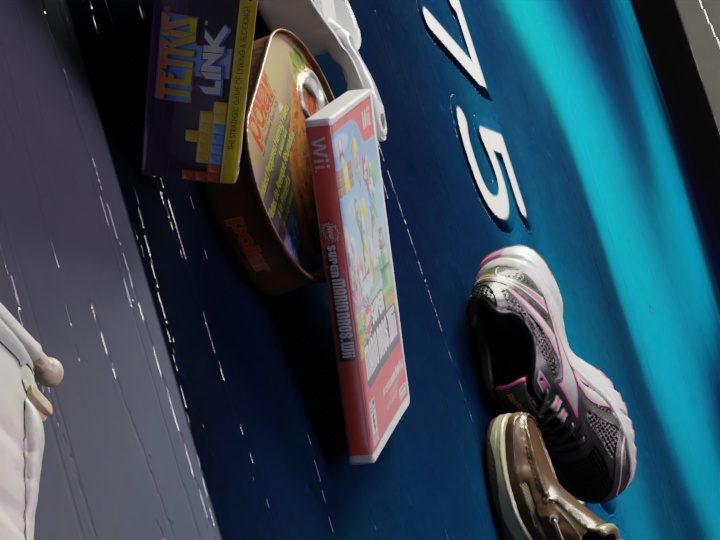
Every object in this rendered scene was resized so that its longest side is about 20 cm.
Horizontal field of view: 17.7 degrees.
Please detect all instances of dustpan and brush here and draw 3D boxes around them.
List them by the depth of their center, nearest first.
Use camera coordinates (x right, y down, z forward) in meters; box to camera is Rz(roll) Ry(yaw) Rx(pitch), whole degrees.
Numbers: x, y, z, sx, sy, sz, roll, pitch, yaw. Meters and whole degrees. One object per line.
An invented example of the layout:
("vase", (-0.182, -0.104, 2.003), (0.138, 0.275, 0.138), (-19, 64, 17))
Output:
("dustpan and brush", (-0.027, -0.164, 1.492), (0.140, 0.057, 0.201), (35, 39, -61))

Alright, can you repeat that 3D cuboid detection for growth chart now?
("growth chart", (-0.165, 0.066, 0.913), (0.145, 0.018, 0.200), (55, 23, -38))

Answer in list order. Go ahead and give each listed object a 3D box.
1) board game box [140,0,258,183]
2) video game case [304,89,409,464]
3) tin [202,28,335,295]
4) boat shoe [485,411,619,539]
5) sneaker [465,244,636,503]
("board game box", (-0.077, -0.174, 1.210), (0.166, 0.057, 0.200), (-86, -176, -50))
("video game case", (0.000, 0.000, 1.366), (0.143, 0.017, 0.201), (-49, 133, -75))
("tin", (-0.049, -0.066, 1.363), (0.200, 0.042, 0.112), (-79, 148, -57))
("boat shoe", (0.144, 0.188, 1.591), (0.075, 0.075, 0.203), (32, 41, -62))
("sneaker", (0.126, 0.088, 1.679), (0.200, 0.080, 0.086), (59, 31, -7))
